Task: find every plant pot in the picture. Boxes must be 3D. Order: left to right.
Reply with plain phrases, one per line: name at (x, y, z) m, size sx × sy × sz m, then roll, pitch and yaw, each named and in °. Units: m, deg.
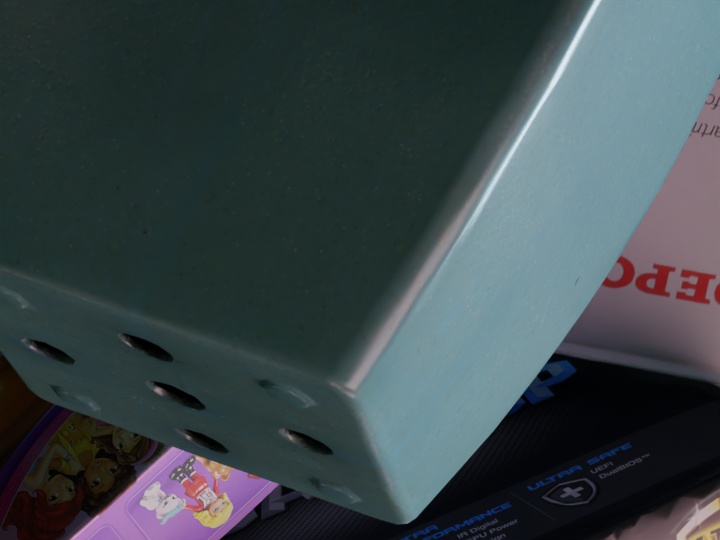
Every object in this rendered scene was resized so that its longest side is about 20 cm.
plant pot at (0.002, -0.062, 0.585) m, size 0.141 × 0.141 × 0.201 m, roll 69°, pitch 41°, yaw -67°

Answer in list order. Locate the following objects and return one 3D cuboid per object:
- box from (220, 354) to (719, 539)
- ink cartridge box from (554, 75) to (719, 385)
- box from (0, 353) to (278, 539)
box at (-0.002, 0.074, 0.752) m, size 0.199 × 0.159 × 0.046 m, roll -21°, pitch 113°, yaw -22°
ink cartridge box at (0.117, -0.074, 0.768) m, size 0.083 × 0.146 × 0.201 m, roll -99°, pitch -160°, yaw -77°
box at (-0.034, -0.021, 0.699) m, size 0.200 × 0.137 × 0.039 m, roll -43°, pitch 139°, yaw -10°
